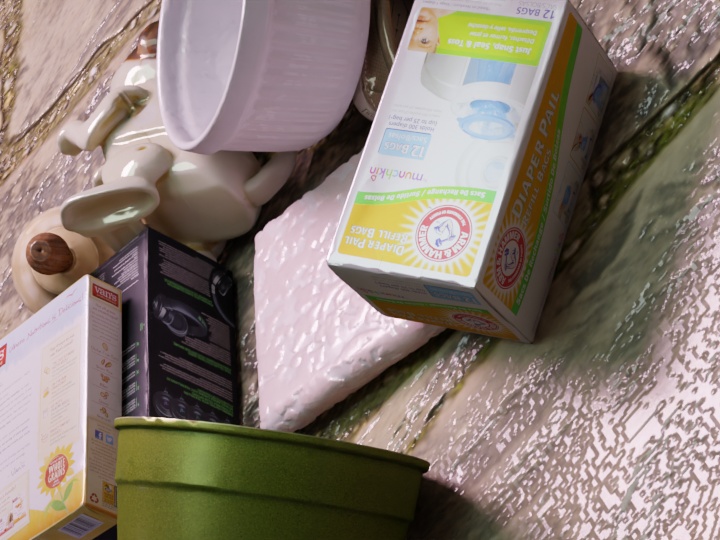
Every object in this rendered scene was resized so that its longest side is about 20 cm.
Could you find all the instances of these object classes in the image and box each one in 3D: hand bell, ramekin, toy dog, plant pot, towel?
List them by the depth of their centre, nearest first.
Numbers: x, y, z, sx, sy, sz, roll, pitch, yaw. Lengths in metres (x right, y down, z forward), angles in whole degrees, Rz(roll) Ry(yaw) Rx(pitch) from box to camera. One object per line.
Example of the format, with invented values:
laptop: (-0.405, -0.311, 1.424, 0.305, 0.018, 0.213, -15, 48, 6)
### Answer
plant pot: (-0.069, 0.202, 1.287, 0.200, 0.200, 0.193, -3, 76, 52)
towel: (0.000, 0.000, 1.461, 0.200, 0.032, 0.191, -37, 40, 31)
ramekin: (-0.071, -0.180, 1.528, 0.200, 0.105, 0.200, -174, 90, -68)
hand bell: (-0.239, -0.011, 1.633, 0.200, 0.104, 0.104, 99, -163, -86)
toy dog: (-0.150, -0.109, 1.647, 0.194, 0.140, 0.200, -29, 44, 22)

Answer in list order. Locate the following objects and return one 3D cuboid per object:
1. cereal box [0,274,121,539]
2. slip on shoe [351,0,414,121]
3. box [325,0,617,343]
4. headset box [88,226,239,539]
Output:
cereal box: (-0.230, 0.119, 1.506, 0.144, 0.040, 0.200, -34, 44, 34)
slip on shoe: (0.033, -0.206, 1.519, 0.061, 0.076, 0.200, -32, 45, 57)
box: (0.073, -0.068, 1.319, 0.112, 0.101, 0.200, 11, 74, 30)
headset box: (-0.180, 0.102, 1.570, 0.174, 0.093, 0.200, -37, 41, 31)
